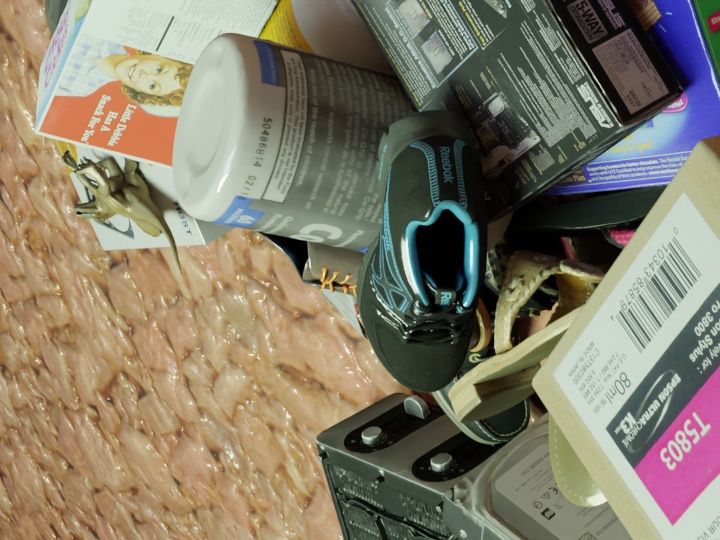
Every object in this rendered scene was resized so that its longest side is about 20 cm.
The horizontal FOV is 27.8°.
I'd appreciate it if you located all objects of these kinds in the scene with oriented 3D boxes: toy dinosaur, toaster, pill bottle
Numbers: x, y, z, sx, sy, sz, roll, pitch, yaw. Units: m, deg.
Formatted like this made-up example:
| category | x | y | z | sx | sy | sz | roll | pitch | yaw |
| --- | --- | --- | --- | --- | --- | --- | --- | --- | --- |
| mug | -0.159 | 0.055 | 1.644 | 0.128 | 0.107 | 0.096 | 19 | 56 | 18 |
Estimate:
| category | x | y | z | sx | sy | sz | roll | pitch | yaw |
| --- | --- | --- | --- | --- | --- | --- | --- | --- | --- |
| toy dinosaur | -0.199 | -0.064 | 1.250 | 0.199 | 0.058 | 0.102 | 21 | 148 | 54 |
| toaster | 0.074 | 0.210 | 1.165 | 0.180 | 0.118 | 0.202 | 14 | 127 | 49 |
| pill bottle | -0.011 | -0.161 | 0.986 | 0.113 | 0.112 | 0.200 | 57 | 147 | 3 |
| pill bottle | -0.006 | -0.070 | 0.903 | 0.114 | 0.198 | 0.115 | -33 | 51 | 56 |

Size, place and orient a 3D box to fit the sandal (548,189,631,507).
| category | x | y | z | sx | sy | sz | roll | pitch | yaw |
| --- | --- | --- | --- | --- | --- | --- | --- | --- | --- |
| sandal | 0.177 | 0.046 | 0.950 | 0.077 | 0.069 | 0.215 | 11 | 102 | 39 |

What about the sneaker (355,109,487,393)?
| category | x | y | z | sx | sy | sz | roll | pitch | yaw |
| --- | --- | --- | --- | --- | --- | --- | --- | --- | --- |
| sneaker | 0.036 | 0.008 | 0.849 | 0.082 | 0.072 | 0.201 | -101 | 6 | -48 |

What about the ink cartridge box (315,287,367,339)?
| category | x | y | z | sx | sy | sz | roll | pitch | yaw |
| --- | --- | --- | --- | --- | --- | --- | --- | --- | --- |
| ink cartridge box | -0.023 | -0.027 | 1.152 | 0.109 | 0.050 | 0.200 | 46 | 170 | 20 |

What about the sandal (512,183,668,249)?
| category | x | y | z | sx | sy | sz | roll | pitch | yaw |
| --- | --- | --- | --- | --- | --- | --- | --- | --- | --- |
| sandal | 0.177 | -0.023 | 0.852 | 0.199 | 0.075 | 0.046 | -8 | 78 | 43 |

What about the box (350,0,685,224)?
| category | x | y | z | sx | sy | sz | roll | pitch | yaw |
| --- | --- | --- | --- | --- | --- | --- | --- | --- | --- |
| box | 0.070 | -0.142 | 0.809 | 0.201 | 0.050 | 0.158 | 58 | 152 | 4 |

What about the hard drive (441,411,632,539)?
| category | x | y | z | sx | sy | sz | roll | pitch | yaw |
| --- | --- | --- | --- | --- | --- | --- | --- | --- | --- |
| hard drive | 0.172 | 0.181 | 0.989 | 0.199 | 0.139 | 0.038 | 36 | 142 | 32 |

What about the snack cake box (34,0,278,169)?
| category | x | y | z | sx | sy | sz | roll | pitch | yaw |
| --- | --- | --- | --- | --- | --- | --- | --- | --- | --- |
| snack cake box | -0.145 | -0.163 | 1.011 | 0.200 | 0.114 | 0.068 | -50 | 35 | 48 |

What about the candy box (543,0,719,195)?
| category | x | y | z | sx | sy | sz | roll | pitch | yaw |
| --- | --- | --- | --- | --- | --- | --- | --- | --- | --- |
| candy box | 0.145 | -0.152 | 0.814 | 0.168 | 0.077 | 0.202 | -1 | 116 | 56 |

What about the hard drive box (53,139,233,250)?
| category | x | y | z | sx | sy | sz | roll | pitch | yaw |
| --- | --- | --- | --- | --- | --- | --- | --- | --- | --- |
| hard drive box | -0.190 | -0.106 | 1.309 | 0.199 | 0.076 | 0.157 | -3 | 114 | 54 |

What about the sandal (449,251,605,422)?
| category | x | y | z | sx | sy | sz | roll | pitch | yaw |
| --- | --- | --- | --- | --- | --- | --- | --- | --- | --- |
| sandal | 0.104 | 0.025 | 0.898 | 0.212 | 0.077 | 0.070 | -48 | 60 | 54 |

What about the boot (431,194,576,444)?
| category | x | y | z | sx | sy | sz | roll | pitch | yaw |
| --- | --- | --- | --- | --- | --- | --- | --- | --- | --- |
| boot | 0.098 | 0.034 | 1.018 | 0.153 | 0.073 | 0.206 | 1 | 113 | 63 |

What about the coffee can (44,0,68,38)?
| category | x | y | z | sx | sy | sz | roll | pitch | yaw |
| --- | --- | --- | --- | --- | --- | --- | --- | --- | --- |
| coffee can | -0.150 | -0.253 | 1.069 | 0.147 | 0.146 | 0.201 | 48 | 146 | 16 |

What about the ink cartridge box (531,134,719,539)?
| category | x | y | z | sx | sy | sz | roll | pitch | yaw |
| --- | --- | --- | --- | --- | --- | --- | --- | --- | --- |
| ink cartridge box | 0.189 | 0.055 | 0.717 | 0.166 | 0.074 | 0.201 | 58 | 143 | 28 |

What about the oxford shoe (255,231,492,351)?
| category | x | y | z | sx | sy | sz | roll | pitch | yaw |
| --- | --- | --- | --- | --- | --- | --- | --- | --- | --- |
| oxford shoe | 0.000 | 0.000 | 0.991 | 0.199 | 0.073 | 0.072 | 37 | 144 | 18 |
